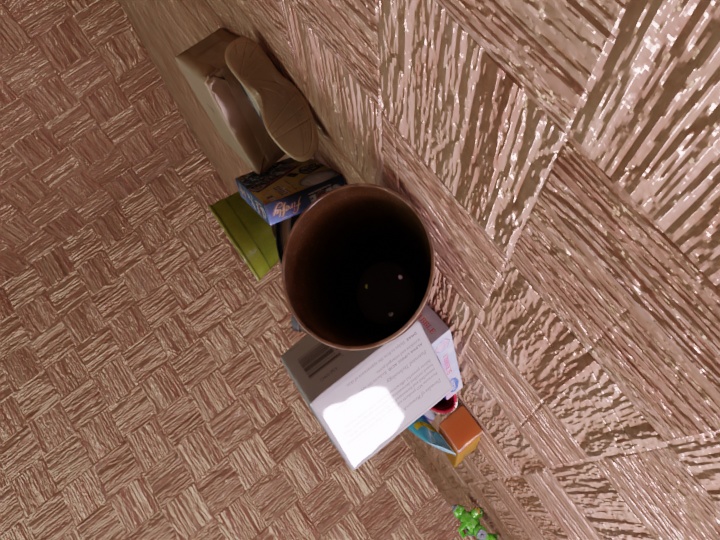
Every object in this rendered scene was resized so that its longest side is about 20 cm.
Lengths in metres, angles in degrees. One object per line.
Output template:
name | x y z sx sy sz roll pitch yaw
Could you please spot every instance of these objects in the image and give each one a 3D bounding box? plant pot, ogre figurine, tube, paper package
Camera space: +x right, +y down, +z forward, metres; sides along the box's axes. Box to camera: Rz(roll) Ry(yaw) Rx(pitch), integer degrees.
plant pot | 0.016 0.014 0.769 0.188 0.186 0.200 51 -177 17
ogre figurine | 0.358 0.802 1.864 0.120 0.097 0.202 48 -171 -41
tube | 0.106 0.298 1.174 0.076 0.052 0.199 25 -174 -34
plant pot | -0.211 -0.115 1.344 0.202 0.191 0.201 53 171 12
paper package | -0.213 -0.295 1.028 0.200 0.102 0.193 43 164 48

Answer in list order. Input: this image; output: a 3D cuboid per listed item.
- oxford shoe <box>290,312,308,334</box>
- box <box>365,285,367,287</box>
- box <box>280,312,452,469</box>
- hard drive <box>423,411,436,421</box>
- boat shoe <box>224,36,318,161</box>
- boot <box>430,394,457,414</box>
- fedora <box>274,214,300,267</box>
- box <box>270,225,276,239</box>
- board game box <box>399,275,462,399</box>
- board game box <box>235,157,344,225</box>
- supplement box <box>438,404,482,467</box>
oxford shoe | -0.098 0.047 1.294 0.082 0.073 0.206 15 118 18
box | 0.000 0.000 1.042 0.050 0.075 0.202 43 163 38
box | 0.003 0.158 0.925 0.133 0.197 0.198 59 168 -21
hard drive | 0.102 0.247 1.254 0.130 0.026 0.200 37 -178 5
boat shoe | -0.124 -0.246 0.869 0.202 0.071 0.065 52 -178 4
boot | 0.095 0.188 1.130 0.200 0.073 0.150 45 177 -37
fedora | -0.074 -0.055 1.096 0.089 0.204 0.204 -8 129 29
box | -0.123 -0.088 1.198 0.199 0.021 0.167 38 -153 -51
board game box | 0.089 0.095 1.006 0.200 0.041 0.202 49 168 37
board game box | -0.120 -0.139 0.979 0.200 0.132 0.036 40 149 59
supplement box | 0.198 0.337 1.196 0.069 0.066 0.202 50 168 26
